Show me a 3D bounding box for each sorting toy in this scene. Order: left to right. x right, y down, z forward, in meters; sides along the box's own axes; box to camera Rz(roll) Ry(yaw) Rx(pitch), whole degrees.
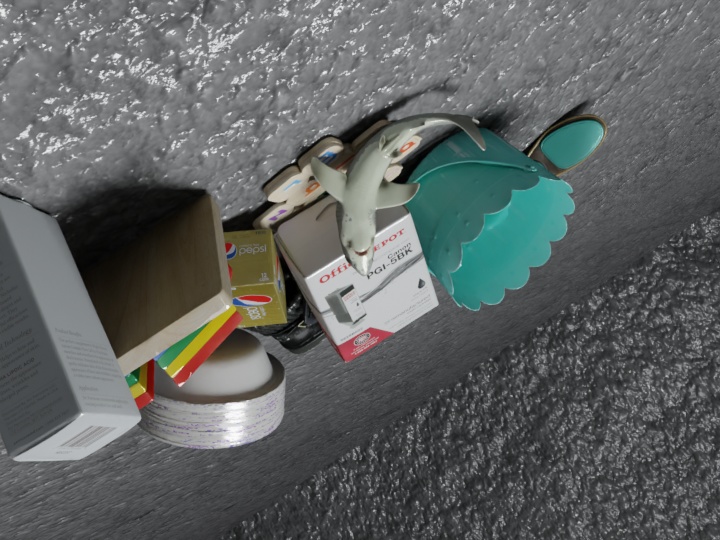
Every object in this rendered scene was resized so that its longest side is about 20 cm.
[{"bbox_3d":[-0.198,0.045,0.913,0.198,0.201,0.070,-32,120,7],"label":"sorting toy"}]

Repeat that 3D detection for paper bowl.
[{"bbox_3d":[-0.196,0.140,1.268,0.200,0.199,0.106,-15,115,-44],"label":"paper bowl"}]

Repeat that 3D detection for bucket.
[{"bbox_3d":[0.151,-0.069,1.224,0.206,0.135,0.208,-29,145,-22],"label":"bucket"}]

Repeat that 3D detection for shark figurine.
[{"bbox_3d":[0.027,-0.117,1.041,0.215,0.128,0.089,-48,-169,-2],"label":"shark figurine"}]

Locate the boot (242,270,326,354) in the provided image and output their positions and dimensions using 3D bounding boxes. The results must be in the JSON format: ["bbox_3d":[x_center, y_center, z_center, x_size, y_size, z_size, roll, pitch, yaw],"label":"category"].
[{"bbox_3d":[-0.060,0.022,1.313,0.211,0.079,0.158,-45,150,0],"label":"boot"}]

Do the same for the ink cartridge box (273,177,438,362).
[{"bbox_3d":[0.000,0.000,1.160,0.146,0.083,0.201,-32,145,-6],"label":"ink cartridge box"}]

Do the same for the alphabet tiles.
[{"bbox_3d":[-0.026,-0.104,1.103,0.195,0.015,0.200,-36,164,20],"label":"alphabet tiles"}]

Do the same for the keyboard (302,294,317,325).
[{"bbox_3d":[0.000,-0.011,1.285,0.199,0.020,0.128,-22,122,-41],"label":"keyboard"}]

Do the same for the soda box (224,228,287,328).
[{"bbox_3d":[-0.126,0.013,1.141,0.067,0.065,0.200,-5,165,-1],"label":"soda box"}]

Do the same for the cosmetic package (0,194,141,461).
[{"bbox_3d":[-0.261,0.046,0.779,0.074,0.201,0.102,-31,163,6],"label":"cosmetic package"}]

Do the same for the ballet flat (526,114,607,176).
[{"bbox_3d":[0.272,-0.167,1.409,0.200,0.069,0.063,-38,-169,32],"label":"ballet flat"}]
